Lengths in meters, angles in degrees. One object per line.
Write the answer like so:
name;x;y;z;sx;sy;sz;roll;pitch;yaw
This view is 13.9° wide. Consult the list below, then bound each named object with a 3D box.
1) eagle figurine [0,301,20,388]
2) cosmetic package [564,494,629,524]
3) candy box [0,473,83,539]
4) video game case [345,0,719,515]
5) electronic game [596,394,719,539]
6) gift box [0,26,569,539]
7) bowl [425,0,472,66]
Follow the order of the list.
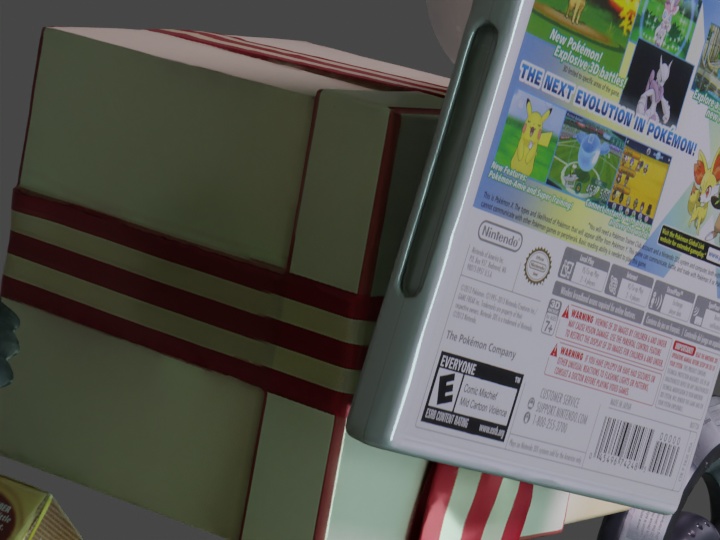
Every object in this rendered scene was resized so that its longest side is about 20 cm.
eagle figurine;-0.187;0.055;0.911;0.151;0.152;0.200;-30;173;3
cosmetic package;0.056;0.054;1.260;0.200;0.073;0.104;-5;109;-61
candy box;-0.158;0.181;1.041;0.200;0.055;0.116;-55;142;-24
video game case;0.080;-0.017;0.996;0.200;0.022;0.183;18;89;-55
electronic game;0.156;0.160;1.490;0.200;0.041;0.201;-35;131;-53
gift box;0.000;0.000;1.075;0.199;0.186;0.186;-10;112;-52
bowl;0.097;-0.181;1.216;0.199;0.074;0.201;-21;121;-38
